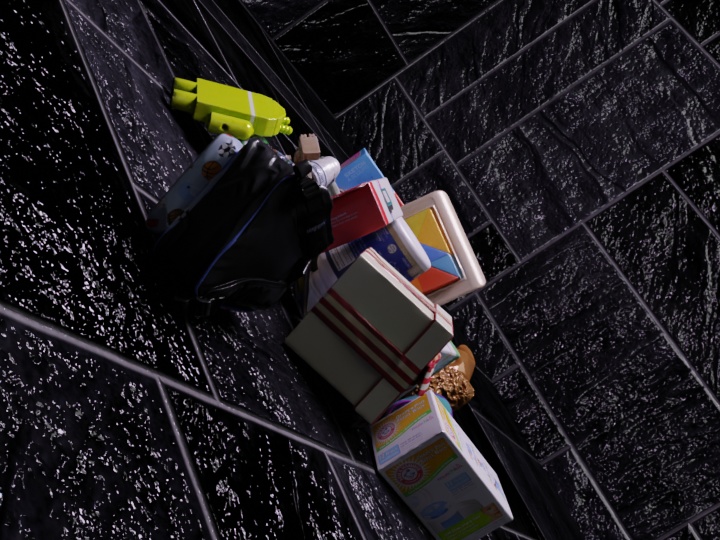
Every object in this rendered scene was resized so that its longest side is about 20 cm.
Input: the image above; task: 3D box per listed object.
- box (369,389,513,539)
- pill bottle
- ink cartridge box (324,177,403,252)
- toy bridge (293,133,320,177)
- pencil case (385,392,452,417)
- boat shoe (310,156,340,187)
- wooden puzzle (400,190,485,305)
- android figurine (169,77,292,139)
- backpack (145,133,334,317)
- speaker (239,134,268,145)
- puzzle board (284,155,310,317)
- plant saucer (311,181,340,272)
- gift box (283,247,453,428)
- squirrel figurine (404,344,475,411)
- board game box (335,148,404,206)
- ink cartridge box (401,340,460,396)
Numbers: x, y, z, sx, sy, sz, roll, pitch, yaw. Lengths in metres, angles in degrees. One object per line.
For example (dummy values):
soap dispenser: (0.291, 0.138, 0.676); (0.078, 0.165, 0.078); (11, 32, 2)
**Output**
box: (0.113, 0.288, 1.229); (0.200, 0.112, 0.101); (54, 10, -25)
pill bottle: (0.000, 0.000, 1.372); (0.120, 0.200, 0.120); (54, 9, -12)
ink cartridge box: (-0.017, -0.077, 1.223); (0.067, 0.116, 0.200); (66, 14, -3)
toy bridge: (-0.085, -0.134, 1.285); (0.200, 0.027, 0.067); (101, -21, -56)
pencil case: (0.099, 0.244, 1.394); (0.092, 0.085, 0.200); (22, 1, 13)
boat shoe: (-0.097, -0.144, 1.411); (0.202, 0.086, 0.075); (-25, -84, 54)
wooden puzzle: (0.084, -0.021, 1.435); (0.037, 0.199, 0.186); (60, 7, -73)
android figurine: (-0.206, -0.259, 1.384); (0.199, 0.041, 0.182); (12, 26, -19)
backpack: (-0.126, -0.042, 0.945); (0.154, 0.200, 0.191); (45, 0, 25)
speaker: (-0.171, -0.148, 1.345); (0.088, 0.088, 0.200); (51, 11, -34)
puzzle board: (-0.100, -0.050, 1.292); (0.151, 0.017, 0.201); (99, -18, -53)
plant saucer: (-0.078, -0.068, 1.497); (0.200, 0.050, 0.201); (173, -90, -68)
gift box: (0.016, 0.100, 1.191); (0.187, 0.200, 0.185); (41, 12, 1)
squirrel figurine: (0.126, 0.178, 1.661); (0.187, 0.141, 0.200); (46, 9, -23)
board game box: (-0.030, -0.110, 1.617); (0.153, 0.200, 0.040); (52, 9, -20)
ink cartridge box: (0.071, 0.143, 1.422); (0.088, 0.145, 0.200); (57, 9, 14)
